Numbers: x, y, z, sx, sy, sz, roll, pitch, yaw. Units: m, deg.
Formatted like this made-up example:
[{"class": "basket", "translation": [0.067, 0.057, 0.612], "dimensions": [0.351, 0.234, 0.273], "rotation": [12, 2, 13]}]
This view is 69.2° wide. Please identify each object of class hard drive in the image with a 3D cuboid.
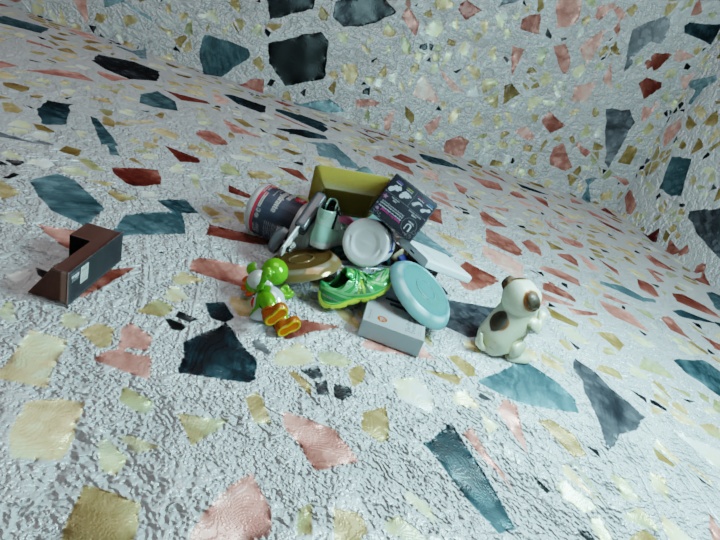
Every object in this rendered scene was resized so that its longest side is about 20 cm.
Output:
[{"class": "hard drive", "translation": [0.207, -0.029, 1.446], "dimensions": [0.199, 0.027, 0.132], "rotation": [18, 22, -42]}]

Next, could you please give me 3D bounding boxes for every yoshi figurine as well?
[{"class": "yoshi figurine", "translation": [-0.184, 0.038, 1.126], "dimensions": [0.111, 0.113, 0.200], "rotation": [2, 35, -34]}]

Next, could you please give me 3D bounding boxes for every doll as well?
[{"class": "doll", "translation": [0.164, 0.035, 1.404], "dimensions": [0.201, 0.048, 0.136], "rotation": [56, 13, 18]}]

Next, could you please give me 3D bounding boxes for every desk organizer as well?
[{"class": "desk organizer", "translation": [-0.550, -0.019, 1.019], "dimensions": [0.076, 0.072, 0.200], "rotation": [17, 26, -3]}]

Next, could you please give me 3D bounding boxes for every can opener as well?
[{"class": "can opener", "translation": [-0.156, -0.120, 1.310], "dimensions": [0.066, 0.053, 0.201], "rotation": [34, 67, 3]}]

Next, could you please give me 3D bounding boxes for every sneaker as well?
[{"class": "sneaker", "translation": [-0.062, -0.130, 1.368], "dimensions": [0.073, 0.119, 0.200], "rotation": [21, 19, 13]}, {"class": "sneaker", "translation": [-0.007, 0.029, 1.241], "dimensions": [0.198, 0.084, 0.074], "rotation": [-19, 22, -20]}, {"class": "sneaker", "translation": [0.002, -0.047, 1.482], "dimensions": [0.198, 0.078, 0.080], "rotation": [5, 39, -30]}]

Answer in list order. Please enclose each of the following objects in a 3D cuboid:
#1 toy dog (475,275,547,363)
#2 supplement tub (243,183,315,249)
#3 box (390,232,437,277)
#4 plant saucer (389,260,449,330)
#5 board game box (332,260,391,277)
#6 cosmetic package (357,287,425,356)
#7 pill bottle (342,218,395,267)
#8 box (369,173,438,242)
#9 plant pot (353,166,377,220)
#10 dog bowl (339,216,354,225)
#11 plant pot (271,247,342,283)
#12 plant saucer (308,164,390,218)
[{"class": "toy dog", "translation": [0.376, 0.109, 1.308], "dimensions": [0.192, 0.202, 0.140], "rotation": [7, 28, -27]}, {"class": "supplement tub", "translation": [-0.202, -0.137, 1.420], "dimensions": [0.198, 0.141, 0.140], "rotation": [25, 26, 10]}, {"class": "box", "translation": [0.140, -0.044, 1.574], "dimensions": [0.099, 0.075, 0.200], "rotation": [0, 35, -39]}, {"class": "plant saucer", "translation": [0.154, 0.053, 1.283], "dimensions": [0.199, 0.027, 0.201], "rotation": [31, 35, -25]}, {"class": "board game box", "translation": [0.000, 0.000, 1.379], "dimensions": [0.198, 0.035, 0.126], "rotation": [5, 7, -29]}, {"class": "cosmetic package", "translation": [0.082, 0.111, 1.261], "dimensions": [0.149, 0.052, 0.200], "rotation": [18, 26, 1]}, {"class": "pill bottle", "translation": [0.029, -0.073, 1.355], "dimensions": [0.119, 0.121, 0.200], "rotation": [24, 7, 8]}, {"class": "box", "translation": [0.107, -0.156, 1.320], "dimensions": [0.132, 0.115, 0.200], "rotation": [37, 7, 0]}, {"class": "plant pot", "translation": [-0.019, -0.217, 1.686], "dimensions": [0.133, 0.202, 0.201], "rotation": [-22, 42, -17]}, {"class": "dog bowl", "translation": [-0.098, -0.128, 1.558], "dimensions": [0.198, 0.074, 0.201], "rotation": [17, 26, -8]}, {"class": "plant pot", "translation": [-0.144, -0.019, 1.275], "dimensions": [0.197, 0.028, 0.200], "rotation": [-4, 20, 2]}, {"class": "plant saucer", "translation": [-0.037, -0.198, 1.398], "dimensions": [0.198, 0.200, 0.049], "rotation": [8, 70, -9]}]
